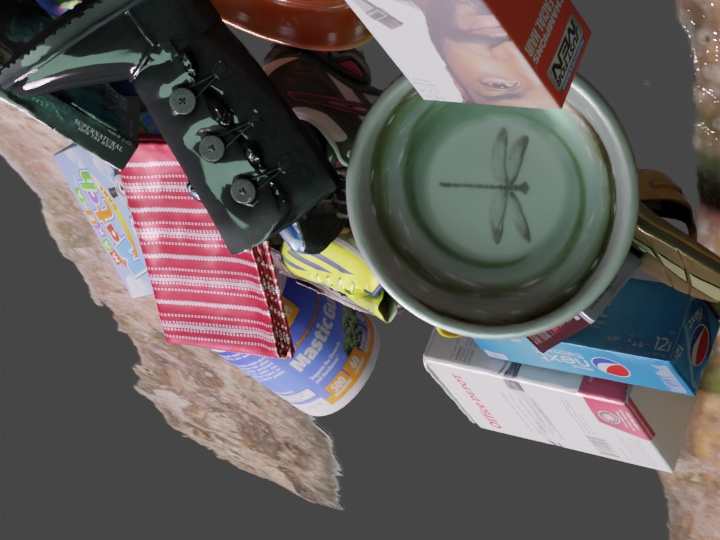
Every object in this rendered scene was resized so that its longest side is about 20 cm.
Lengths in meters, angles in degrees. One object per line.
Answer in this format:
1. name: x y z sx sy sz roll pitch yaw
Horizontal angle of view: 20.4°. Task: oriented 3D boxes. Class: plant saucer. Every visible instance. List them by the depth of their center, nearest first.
1. plant saucer: -0.070 -0.213 1.310 0.199 0.032 0.200 22 160 8
2. plant saucer: 0.091 -0.055 1.356 0.199 0.201 0.050 22 -165 7

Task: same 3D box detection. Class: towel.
1. towel: -0.132 -0.021 1.639 0.144 0.022 0.201 7 120 38

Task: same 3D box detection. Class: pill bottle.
1. pill bottle: -0.086 0.043 1.865 0.200 0.113 0.112 36 157 -32

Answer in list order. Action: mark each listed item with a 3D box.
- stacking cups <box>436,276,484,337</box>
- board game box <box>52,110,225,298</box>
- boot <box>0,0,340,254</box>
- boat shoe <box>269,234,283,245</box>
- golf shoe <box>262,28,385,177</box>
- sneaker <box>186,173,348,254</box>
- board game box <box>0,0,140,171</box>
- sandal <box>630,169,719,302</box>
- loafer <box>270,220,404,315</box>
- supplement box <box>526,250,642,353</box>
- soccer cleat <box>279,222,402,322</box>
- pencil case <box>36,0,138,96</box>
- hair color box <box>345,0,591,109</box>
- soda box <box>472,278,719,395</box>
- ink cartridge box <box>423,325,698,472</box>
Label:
1. stacking cups: 0.027 -0.039 1.460 0.200 0.060 0.061 51 176 31
2. board game box: -0.183 -0.057 1.734 0.200 0.037 0.152 -12 109 60
3. boot: -0.130 -0.097 1.352 0.164 0.066 0.200 -28 109 25
4. boat shoe: -0.046 -0.076 1.597 0.067 0.072 0.200 -4 162 -5
5. golf shoe: 0.014 -0.096 1.432 0.199 0.088 0.077 26 159 -10
6. sneaker: -0.075 -0.071 1.465 0.078 0.089 0.200 12 -150 -39
7. board game box: -0.226 -0.152 1.480 0.135 0.028 0.200 31 -163 -18
8. sandal: 0.191 -0.051 1.402 0.200 0.054 0.080 38 168 4
9. loafer: -0.039 -0.022 1.722 0.199 0.073 0.071 31 166 11
10. supplement box: 0.132 -0.004 1.491 0.109 0.061 0.200 41 169 1
11. soccer cleat: 0.000 0.000 1.565 0.064 0.084 0.200 -4 180 -37
12. pencil case: -0.186 -0.204 1.396 0.086 0.078 0.200 -14 145 20
13. hair color box: 0.047 -0.180 1.213 0.110 0.064 0.200 8 156 37
14. soda box: 0.184 0.043 1.618 0.199 0.068 0.064 10 157 35
15. ink cartridge box: 0.174 0.093 1.735 0.199 0.085 0.146 9 156 31
